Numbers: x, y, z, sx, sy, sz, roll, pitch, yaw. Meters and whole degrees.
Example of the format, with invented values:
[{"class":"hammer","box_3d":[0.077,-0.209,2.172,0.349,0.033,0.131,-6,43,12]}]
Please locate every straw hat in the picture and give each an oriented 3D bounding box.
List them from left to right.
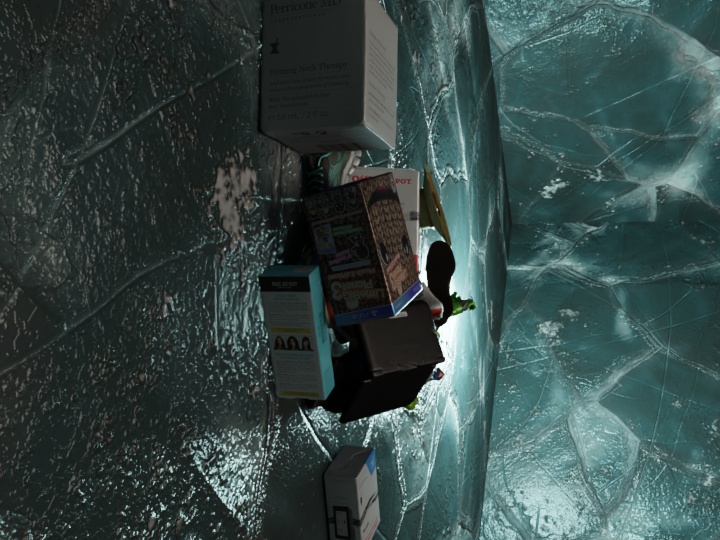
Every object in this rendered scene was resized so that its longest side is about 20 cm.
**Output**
[{"class":"straw hat","box_3d":[0.129,-0.131,1.552,0.201,0.085,0.202,-18,90,-80]}]

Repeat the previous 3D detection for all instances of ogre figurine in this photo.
[{"class":"ogre figurine","box_3d":[0.158,0.094,1.677,0.120,0.199,0.099,-29,131,-52]}]

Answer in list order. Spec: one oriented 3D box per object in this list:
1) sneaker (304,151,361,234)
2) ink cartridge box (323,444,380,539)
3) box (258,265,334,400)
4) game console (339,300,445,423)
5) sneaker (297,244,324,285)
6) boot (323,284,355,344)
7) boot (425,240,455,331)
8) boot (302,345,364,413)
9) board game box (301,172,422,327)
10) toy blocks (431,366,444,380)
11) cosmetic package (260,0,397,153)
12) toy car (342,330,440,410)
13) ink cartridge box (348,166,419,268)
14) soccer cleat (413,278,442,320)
[{"class":"sneaker","box_3d":[-0.066,-0.153,1.206,0.091,0.077,0.201,40,50,-40]},{"class":"ink cartridge box","box_3d":[-0.012,0.448,1.348,0.116,0.067,0.201,-40,128,-66]},{"class":"box","box_3d":[-0.094,0.094,1.077,0.049,0.082,0.201,-49,136,-65]},{"class":"game console","box_3d":[0.042,0.156,1.257,0.199,0.116,0.177,-4,74,-47]},{"class":"sneaker","box_3d":[-0.042,-0.019,1.178,0.083,0.071,0.200,51,33,-13]},{"class":"boot","box_3d":[-0.018,0.059,1.244,0.200,0.107,0.075,52,17,-64]},{"class":"boot","box_3d":[0.149,0.058,1.546,0.200,0.064,0.187,109,-13,-64]},{"class":"boot","box_3d":[-0.007,0.165,1.254,0.201,0.072,0.166,-57,155,2]},{"class":"board game box","box_3d":[0.008,-0.037,1.104,0.159,0.096,0.201,-35,111,-66]},{"class":"toy blocks","box_3d":[0.109,0.218,1.600,0.200,0.136,0.100,59,36,-57]},{"class":"cosmetic package","box_3d":[-0.043,-0.295,1.090,0.166,0.166,0.201,9,81,-71]},{"class":"toy car","box_3d":[0.040,0.160,1.406,0.200,0.157,0.165,34,73,-49]},{"class":"ink cartridge box","box_3d":[0.029,-0.084,1.318,0.084,0.144,0.201,-178,-92,-75]},{"class":"soccer cleat","box_3d":[0.113,0.056,1.417,0.200,0.068,0.086,171,-87,-82]}]
